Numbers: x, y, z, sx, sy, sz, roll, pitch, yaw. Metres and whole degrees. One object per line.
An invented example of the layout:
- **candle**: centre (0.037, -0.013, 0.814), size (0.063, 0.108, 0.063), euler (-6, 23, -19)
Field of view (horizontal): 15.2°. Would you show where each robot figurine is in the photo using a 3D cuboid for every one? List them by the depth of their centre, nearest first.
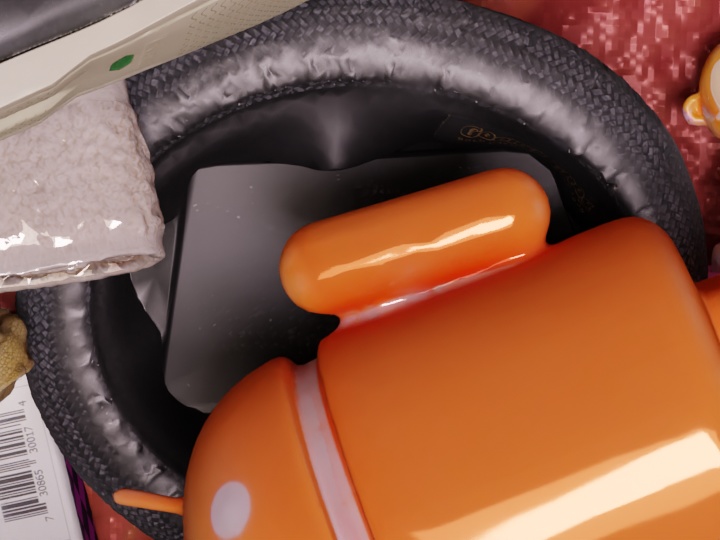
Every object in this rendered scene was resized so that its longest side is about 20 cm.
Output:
- **robot figurine**: centre (0.040, 0.061, 0.708), size (0.199, 0.117, 0.144), euler (-22, 130, 4)

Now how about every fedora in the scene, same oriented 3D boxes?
- **fedora**: centre (0.000, 0.000, 0.799), size (0.199, 0.092, 0.202), euler (-1, 106, -2)

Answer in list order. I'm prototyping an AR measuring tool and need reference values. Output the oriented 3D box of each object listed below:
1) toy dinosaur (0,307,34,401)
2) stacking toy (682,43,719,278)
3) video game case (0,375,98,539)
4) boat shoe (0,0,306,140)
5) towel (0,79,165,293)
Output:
- **toy dinosaur**: centre (-0.134, -0.028, 0.792), size (0.058, 0.201, 0.101), euler (8, 144, -45)
- **stacking toy**: centre (0.136, 0.025, 0.819), size (0.115, 0.110, 0.201), euler (-10, 96, 3)
- **video game case**: centre (-0.167, 0.126, 0.857), size (0.180, 0.036, 0.201), euler (-12, 107, 1)
- **boat shoe**: centre (-0.057, -0.086, 0.686), size (0.199, 0.072, 0.068), euler (-24, 85, -21)
- **towel**: centre (-0.159, -0.052, 0.720), size (0.199, 0.034, 0.133), euler (-8, 80, -4)
